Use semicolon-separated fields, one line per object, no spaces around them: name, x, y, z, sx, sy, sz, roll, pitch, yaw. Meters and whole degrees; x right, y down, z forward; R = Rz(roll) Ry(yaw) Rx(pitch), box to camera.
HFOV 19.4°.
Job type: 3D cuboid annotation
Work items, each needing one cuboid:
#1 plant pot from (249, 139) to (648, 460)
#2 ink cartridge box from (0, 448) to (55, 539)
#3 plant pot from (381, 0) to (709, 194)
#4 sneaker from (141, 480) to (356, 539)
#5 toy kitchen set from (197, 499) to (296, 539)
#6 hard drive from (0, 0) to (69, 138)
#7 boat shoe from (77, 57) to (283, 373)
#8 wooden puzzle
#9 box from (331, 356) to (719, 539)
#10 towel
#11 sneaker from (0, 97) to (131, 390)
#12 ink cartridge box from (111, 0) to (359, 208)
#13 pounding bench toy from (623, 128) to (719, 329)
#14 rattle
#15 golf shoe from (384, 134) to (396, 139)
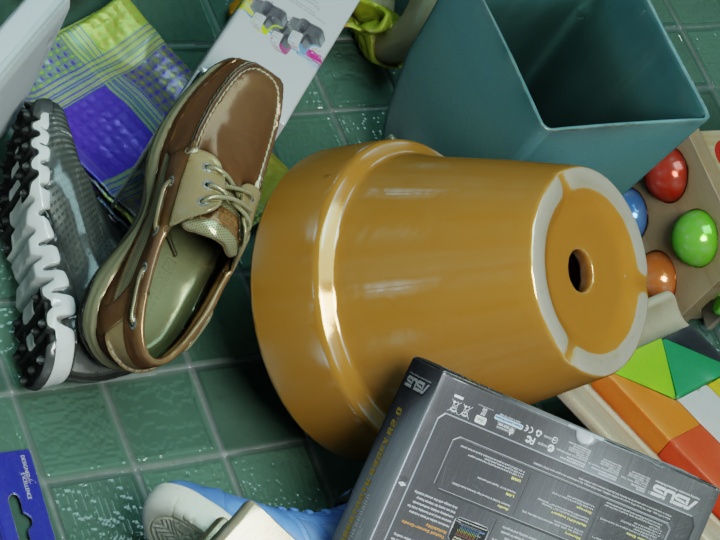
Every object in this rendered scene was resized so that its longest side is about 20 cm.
plant pot;0.066;0.010;1.285;0.200;0.183;0.200;13;73;-49
ink cartridge box;-0.260;0.143;1.168;0.200;0.037;0.095;-2;59;-34
plant pot;0.106;-0.099;1.445;0.141;0.200;0.141;-6;61;-33
sneaker;-0.030;0.159;1.257;0.200;0.077;0.111;33;53;-11
toy kitchen set;-0.146;0.163;1.072;0.180;0.163;0.200;44;68;-7
hard drive;-0.248;-0.073;1.265;0.026;0.132;0.200;33;47;-3
boat shoe;-0.093;-0.028;1.246;0.076;0.074;0.200;28;82;-33
wooden puzzle;0.228;0.105;1.387;0.200;0.037;0.185;51;34;15
box;0.090;0.159;1.216;0.200;0.048;0.158;23;90;-21
towel;-0.141;-0.091;1.416;0.200;0.023;0.144;48;48;8
sneaker;-0.174;-0.014;1.315;0.090;0.066;0.200;7;58;-30
ink cartridge box;-0.078;-0.115;1.377;0.068;0.115;0.200;33;48;-5
pounding bench toy;0.279;-0.002;1.526;0.156;0.124;0.200;-4;60;-32
rattle;0.015;-0.245;1.498;0.143;0.200;0.130;23;49;-14
golf shoe;0.000;0.000;1.413;0.097;0.078;0.200;41;49;-22
